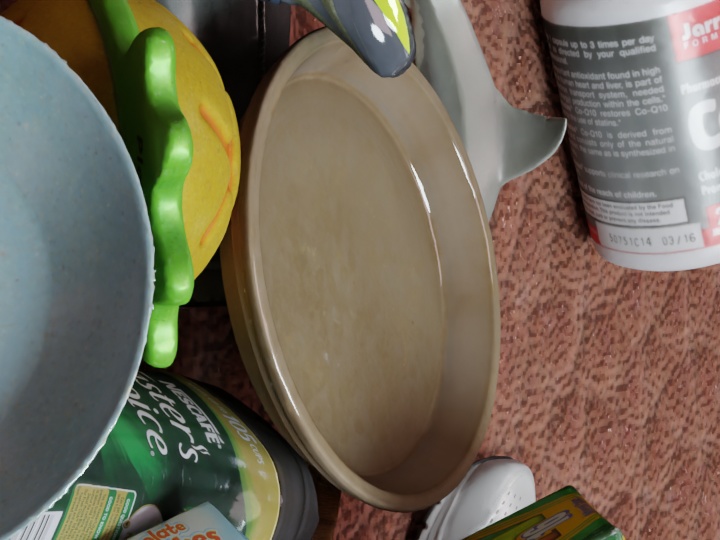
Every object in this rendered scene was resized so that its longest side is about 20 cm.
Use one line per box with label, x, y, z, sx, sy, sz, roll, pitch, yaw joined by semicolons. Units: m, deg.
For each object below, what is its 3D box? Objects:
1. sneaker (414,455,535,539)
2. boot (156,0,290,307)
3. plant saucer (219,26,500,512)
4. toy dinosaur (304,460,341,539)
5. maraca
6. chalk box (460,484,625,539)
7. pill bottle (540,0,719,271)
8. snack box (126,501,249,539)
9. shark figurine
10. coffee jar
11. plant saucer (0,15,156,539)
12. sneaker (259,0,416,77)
sneaker;0.068;0.190;1.102;0.074;0.087;0.201;21;73;-49
boot;-0.042;-0.086;0.975;0.182;0.072;0.201;1;84;-55
plant saucer;0.000;0.000;0.925;0.200;0.029;0.201;27;59;-56
toy dinosaur;-0.021;0.166;0.963;0.060;0.106;0.201;-15;95;-49
maraca;-0.092;-0.039;0.813;0.107;0.200;0.137;-7;105;-19
chalk box;0.029;0.188;0.884;0.124;0.200;0.125;64;-3;-5
pill bottle;0.159;-0.111;1.191;0.114;0.114;0.200;-37;120;-46
snack box;-0.100;0.188;0.832;0.116;0.037;0.200;-23;137;-37
shark figurine;0.052;-0.086;1.076;0.128;0.089;0.215;-25;112;-51
coffee jar;-0.108;0.079;0.848;0.200;0.104;0.085;17;106;-53
plant saucer;-0.165;0.007;0.736;0.039;0.200;0.201;82;19;-77
sneaker;-0.066;-0.131;0.871;0.081;0.200;0.074;-54;178;0
